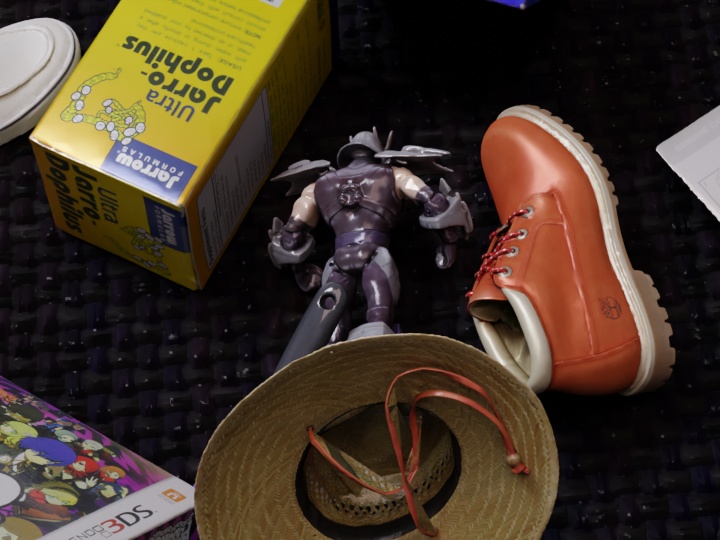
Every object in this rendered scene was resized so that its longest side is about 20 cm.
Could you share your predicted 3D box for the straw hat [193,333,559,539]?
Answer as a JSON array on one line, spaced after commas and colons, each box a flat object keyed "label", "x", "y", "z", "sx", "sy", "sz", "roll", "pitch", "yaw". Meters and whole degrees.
[{"label": "straw hat", "x": 0.010, "y": 0.099, "z": 1.019, "sx": 0.199, "sy": 0.203, "sz": 0.085, "roll": -3, "pitch": 29, "yaw": 0}]

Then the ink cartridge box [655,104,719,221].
[{"label": "ink cartridge box", "x": 0.304, "y": -0.034, "z": 1.168, "sx": 0.162, "sy": 0.057, "sz": 0.200, "roll": -32, "pitch": 61, "yaw": -15}]

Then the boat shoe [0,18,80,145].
[{"label": "boat shoe", "x": -0.272, "y": -0.114, "z": 1.209, "sx": 0.199, "sy": 0.070, "sz": 0.071, "roll": -28, "pitch": 64, "yaw": -13}]

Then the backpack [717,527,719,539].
[{"label": "backpack", "x": 0.306, "y": 0.180, "z": 1.006, "sx": 0.166, "sy": 0.127, "sz": 0.200, "roll": -33, "pitch": 65, "yaw": -11}]

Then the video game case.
[{"label": "video game case", "x": -0.209, "y": 0.117, "z": 1.030, "sx": 0.199, "sy": 0.036, "sz": 0.181, "roll": 27, "pitch": 21, "yaw": 23}]

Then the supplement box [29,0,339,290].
[{"label": "supplement box", "x": -0.105, "y": -0.111, "z": 1.181, "sx": 0.109, "sy": 0.109, "sz": 0.201, "roll": 23, "pitch": 64, "yaw": 13}]

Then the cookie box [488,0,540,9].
[{"label": "cookie box", "x": 0.049, "y": -0.229, "z": 1.195, "sx": 0.170, "sy": 0.200, "sz": 0.076, "roll": 17, "pitch": 106, "yaw": 10}]

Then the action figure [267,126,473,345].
[{"label": "action figure", "x": 0.000, "y": 0.000, "z": 1.131, "sx": 0.129, "sy": 0.069, "sz": 0.202, "roll": -14, "pitch": 58, "yaw": 30}]

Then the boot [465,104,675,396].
[{"label": "boot", "x": 0.102, "y": -0.014, "z": 1.128, "sx": 0.106, "sy": 0.075, "sz": 0.201, "roll": -8, "pitch": 59, "yaw": -27}]

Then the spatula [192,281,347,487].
[{"label": "spatula", "x": -0.057, "y": 0.097, "z": 1.078, "sx": 0.056, "sy": 0.021, "sz": 0.201, "roll": 29, "pitch": 98, "yaw": 17}]
